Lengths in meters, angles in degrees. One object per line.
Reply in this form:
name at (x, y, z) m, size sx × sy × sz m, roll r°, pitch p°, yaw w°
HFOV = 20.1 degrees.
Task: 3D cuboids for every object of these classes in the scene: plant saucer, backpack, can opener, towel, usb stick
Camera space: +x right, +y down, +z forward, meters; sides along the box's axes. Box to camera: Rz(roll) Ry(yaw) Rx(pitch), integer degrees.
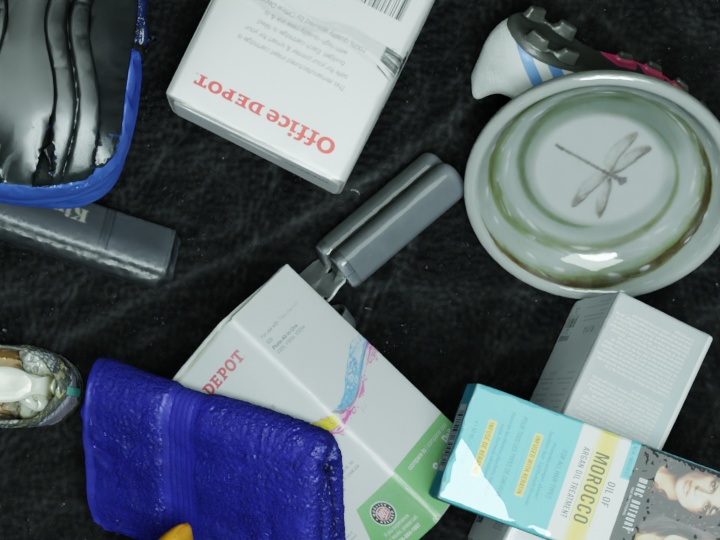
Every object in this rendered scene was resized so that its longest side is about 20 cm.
plant saucer at (0.175, -0.070, 1.482) m, size 0.199 × 0.050 × 0.201 m, roll 2°, pitch 127°, yaw 3°
backpack at (-0.225, -0.142, 1.432) m, size 0.162 × 0.168 × 0.201 m, roll 2°, pitch 79°, yaw -1°
can opener at (0.000, 0.000, 1.507) m, size 0.200 × 0.053 × 0.067 m, roll -40°, pitch 121°, yaw -6°
towel at (-0.105, 0.151, 1.408) m, size 0.199 × 0.050 × 0.148 m, roll 14°, pitch 126°, yaw 26°
usb stick at (-0.228, -0.037, 1.477) m, size 0.199 × 0.033 × 0.056 m, roll 19°, pitch 50°, yaw -10°

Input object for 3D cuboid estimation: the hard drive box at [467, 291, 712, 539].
hard drive box at (0.159, 0.123, 1.447) m, size 0.077 × 0.156 × 0.200 m, roll 26°, pitch 85°, yaw -3°

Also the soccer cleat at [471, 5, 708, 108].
soccer cleat at (0.174, -0.124, 1.519) m, size 0.200 × 0.070 × 0.086 m, roll 27°, pitch 128°, yaw -16°

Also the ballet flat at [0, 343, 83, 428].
ballet flat at (-0.302, 0.077, 1.463) m, size 0.199 × 0.072 × 0.072 m, roll 4°, pitch 85°, yaw -3°

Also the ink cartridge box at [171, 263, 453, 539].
ink cartridge box at (-0.035, 0.118, 1.432) m, size 0.200 × 0.145 × 0.088 m, roll 42°, pitch 43°, yaw 0°

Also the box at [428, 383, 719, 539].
box at (0.153, 0.146, 1.342) m, size 0.199 × 0.049 × 0.083 m, roll 20°, pitch 85°, yaw -3°

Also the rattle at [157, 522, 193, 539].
rattle at (-0.225, 0.224, 1.408) m, size 0.200 × 0.130 × 0.143 m, roll 19°, pitch 109°, yaw 40°

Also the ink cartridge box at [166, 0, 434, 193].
ink cartridge box at (-0.036, -0.177, 1.492) m, size 0.146 × 0.084 × 0.200 m, roll 27°, pitch 85°, yaw -1°
